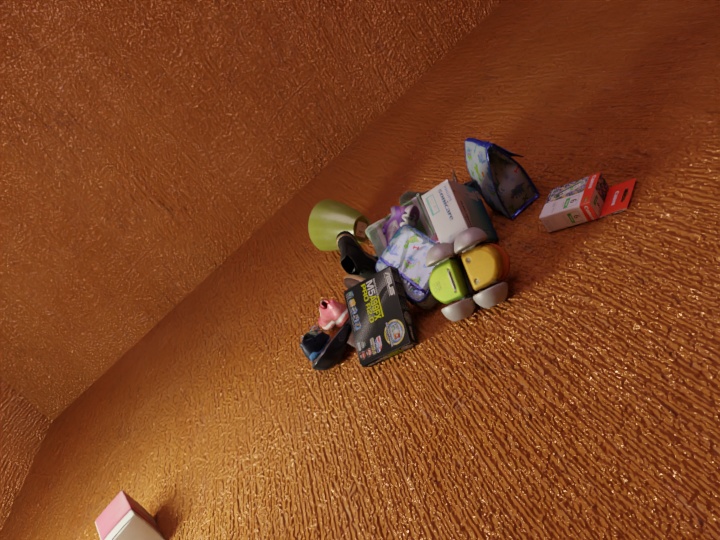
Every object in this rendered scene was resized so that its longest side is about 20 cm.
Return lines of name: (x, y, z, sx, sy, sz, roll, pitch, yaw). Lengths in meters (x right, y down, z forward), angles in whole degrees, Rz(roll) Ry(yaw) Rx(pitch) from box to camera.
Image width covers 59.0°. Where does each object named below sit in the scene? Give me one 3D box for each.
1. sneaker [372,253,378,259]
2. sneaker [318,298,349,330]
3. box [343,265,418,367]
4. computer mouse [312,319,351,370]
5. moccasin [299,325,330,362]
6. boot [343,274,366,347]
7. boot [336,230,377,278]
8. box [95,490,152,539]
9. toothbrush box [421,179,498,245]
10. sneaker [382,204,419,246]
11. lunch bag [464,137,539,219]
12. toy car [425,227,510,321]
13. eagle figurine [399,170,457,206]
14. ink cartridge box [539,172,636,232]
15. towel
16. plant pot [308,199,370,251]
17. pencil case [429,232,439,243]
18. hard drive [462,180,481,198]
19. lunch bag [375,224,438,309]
sneaker: (0.043, 0.003, 1.918, 0.198, 0.081, 0.077, -39, 22, 13)
sneaker: (-0.091, 0.120, 1.903, 0.074, 0.087, 0.199, -49, 11, -23)
box: (0.048, 0.116, 1.584, 0.158, 0.044, 0.206, -28, 64, 31)
computer mouse: (-0.056, 0.203, 1.739, 0.201, 0.052, 0.139, -50, -3, -30)
moccasin: (-0.130, 0.197, 1.810, 0.081, 0.068, 0.200, -48, 1, 2)
boot: (0.000, 0.113, 1.676, 0.197, 0.072, 0.170, 24, 83, 36)
boot: (0.000, 0.000, 1.789, 0.077, 0.199, 0.140, -39, 25, 18)
box: (-0.617, 0.699, 1.702, 0.109, 0.129, 0.198, -48, 22, -20)
toothbrush box: (0.251, -0.130, 1.585, 0.084, 0.150, 0.198, -28, -15, 27)
sneaker: (0.097, -0.092, 1.785, 0.086, 0.080, 0.207, 18, 92, 30)
lunch bag: (0.361, -0.263, 1.690, 0.127, 0.201, 0.170, -40, 20, 1)
toy car: (0.255, 0.006, 1.466, 0.197, 0.180, 0.148, -27, -10, 34)
eagle figurine: (0.219, -0.176, 1.892, 0.195, 0.152, 0.154, -23, 40, 16)
ink cartridge box: (0.511, -0.162, 1.438, 0.197, 0.051, 0.110, -18, 31, 49)
towel: (0.120, -0.102, 1.825, 0.197, 0.156, 0.023, -32, -12, 23)
plant pot: (-0.059, -0.157, 2.310, 0.196, 0.189, 0.189, 10, 52, 45)
pencil case: (0.162, -0.014, 1.734, 0.199, 0.088, 0.088, -41, 21, 11)
hard drive: (0.254, -0.154, 1.767, 0.042, 0.139, 0.197, -15, -5, -44)
lunch bag: (0.143, -0.008, 1.639, 0.199, 0.082, 0.163, 39, 93, 38)
